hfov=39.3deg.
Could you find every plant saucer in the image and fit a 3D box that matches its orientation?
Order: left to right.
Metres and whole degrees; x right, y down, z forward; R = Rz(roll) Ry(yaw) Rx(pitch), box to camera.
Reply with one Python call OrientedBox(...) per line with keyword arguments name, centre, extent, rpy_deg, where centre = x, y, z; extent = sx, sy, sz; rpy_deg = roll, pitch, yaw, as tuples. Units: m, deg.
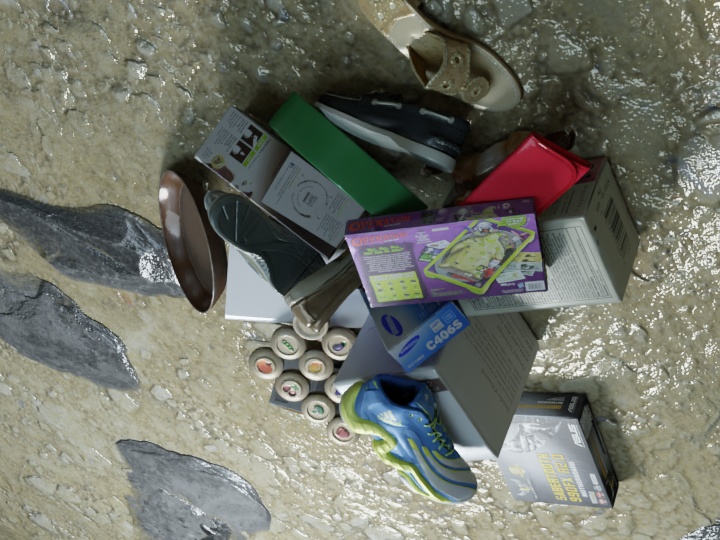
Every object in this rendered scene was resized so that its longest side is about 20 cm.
OrientedBox(name="plant saucer", centre=(-0.227, -0.042, 1.382), extent=(0.200, 0.034, 0.201), rpy_deg=(43, 141, 49))

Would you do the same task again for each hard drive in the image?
OrientedBox(name="hard drive", centre=(-0.077, 0.016, 1.338), extent=(0.199, 0.025, 0.133), rpy_deg=(4, 128, -7))

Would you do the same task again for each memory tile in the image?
OrientedBox(name="memory tile", centre=(-0.044, 0.146, 1.384), extent=(0.200, 0.017, 0.153), rpy_deg=(42, 116, -13))

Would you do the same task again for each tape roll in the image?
OrientedBox(name="tape roll", centre=(-0.013, -0.119, 1.138), extent=(0.200, 0.200, 0.048), rpy_deg=(39, 95, -11))

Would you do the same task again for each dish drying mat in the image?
OrientedBox(name="dish drying mat", centre=(0.146, -0.063, 1.046), extent=(0.076, 0.018, 0.200), rpy_deg=(25, 137, -19))

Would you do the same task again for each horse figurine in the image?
OrientedBox(name="horse figurine", centre=(0.152, -0.112, 1.107), extent=(0.199, 0.133, 0.050), rpy_deg=(-20, 117, 27))

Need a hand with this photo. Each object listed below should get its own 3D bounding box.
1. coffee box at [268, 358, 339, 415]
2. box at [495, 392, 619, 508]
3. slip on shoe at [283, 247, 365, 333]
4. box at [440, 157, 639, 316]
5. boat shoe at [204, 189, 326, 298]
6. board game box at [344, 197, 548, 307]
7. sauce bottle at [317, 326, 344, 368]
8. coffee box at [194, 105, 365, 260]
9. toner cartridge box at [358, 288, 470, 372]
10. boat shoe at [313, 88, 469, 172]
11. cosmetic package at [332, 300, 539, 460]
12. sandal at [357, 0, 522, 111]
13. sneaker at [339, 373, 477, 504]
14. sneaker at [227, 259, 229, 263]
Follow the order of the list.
OrientedBox(name="coffee box", centre=(-0.020, 0.193, 1.504), extent=(0.199, 0.080, 0.114), rpy_deg=(13, 171, 18))
OrientedBox(name="box", centre=(0.271, 0.260, 1.458), extent=(0.158, 0.048, 0.201), rpy_deg=(-2, 130, 31))
OrientedBox(name="slip on shoe", centre=(0.000, 0.000, 1.240), extent=(0.061, 0.200, 0.076), rpy_deg=(52, 158, 6))
OrientedBox(name="box", centre=(0.198, -0.035, 1.152), extent=(0.199, 0.109, 0.128), rpy_deg=(-7, 128, 35))
OrientedBox(name="boat shoe", centre=(-0.114, -0.029, 1.256), extent=(0.202, 0.075, 0.065), rpy_deg=(39, -179, -30))
OrientedBox(name="board game box", centre=(0.093, -0.016, 1.073), extent=(0.199, 0.032, 0.120), rpy_deg=(-5, 141, 14))
OrientedBox(name="sauce bottle", centre=(-0.055, 0.056, 1.428), extent=(0.066, 0.066, 0.201), rpy_deg=(3, 133, 28))
OrientedBox(name="coffee box", centre=(-0.092, -0.106, 1.221), extent=(0.200, 0.113, 0.080), rpy_deg=(37, 95, -2))
OrientedBox(name="toner cartridge box", centre=(0.057, 0.033, 1.222), extent=(0.095, 0.200, 0.043), rpy_deg=(-40, 118, 7))
OrientedBox(name="boat shoe", centre=(0.035, -0.171, 1.144), extent=(0.199, 0.061, 0.076), rpy_deg=(27, 180, 26))
OrientedBox(name="cosmetic package", centre=(0.102, 0.120, 1.296), extent=(0.164, 0.200, 0.165), rpy_deg=(-14, 124, 40))
OrientedBox(name="sandal", centre=(0.073, -0.220, 1.064), extent=(0.211, 0.070, 0.078), rpy_deg=(39, 139, -11))
OrientedBox(name="sneaker", centre=(0.070, 0.194, 1.178), extent=(0.200, 0.076, 0.105), rpy_deg=(36, 138, -4))
OrientedBox(name="sneaker", centre=(-0.108, -0.057, 1.346), extent=(0.200, 0.076, 0.070), rpy_deg=(-37, 119, 24))
